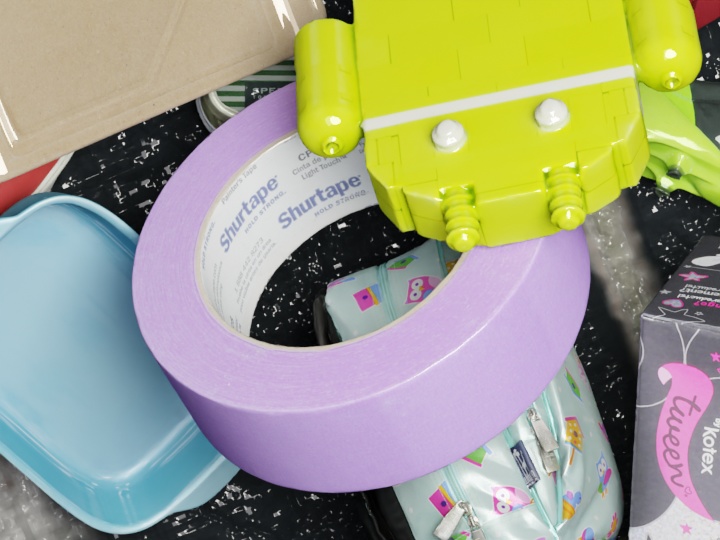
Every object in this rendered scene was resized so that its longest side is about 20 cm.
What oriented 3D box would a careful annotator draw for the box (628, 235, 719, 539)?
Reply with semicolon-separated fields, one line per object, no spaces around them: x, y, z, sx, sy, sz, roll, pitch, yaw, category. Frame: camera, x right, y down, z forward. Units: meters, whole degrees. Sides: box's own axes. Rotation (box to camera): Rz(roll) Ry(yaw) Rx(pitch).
0.197;0.102;1.320;0.132;0.115;0.201;9;112;19;box

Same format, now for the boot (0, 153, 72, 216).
-0.206;-0.033;1.306;0.200;0.144;0.072;-42;93;7;boot

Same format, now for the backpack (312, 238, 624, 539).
0.053;0.084;1.350;0.126;0.167;0.201;-20;76;1;backpack

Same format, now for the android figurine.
0.060;-0.087;1.254;0.181;0.041;0.201;-10;48;9;android figurine

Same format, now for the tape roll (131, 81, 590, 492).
0.000;0.000;1.282;0.199;0.066;0.201;-13;49;15;tape roll

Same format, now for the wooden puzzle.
-0.132;-0.156;1.306;0.199;0.037;0.186;-25;99;-23;wooden puzzle

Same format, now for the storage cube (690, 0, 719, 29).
0.179;-0.241;1.300;0.199;0.180;0.171;-31;79;-3;storage cube

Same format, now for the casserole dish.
-0.131;0.041;1.361;0.121;0.039;0.200;-45;123;0;casserole dish

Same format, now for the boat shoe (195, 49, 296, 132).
0.019;-0.083;1.382;0.199;0.062;0.072;-4;92;-1;boat shoe

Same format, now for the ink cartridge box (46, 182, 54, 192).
-0.164;-0.122;1.392;0.099;0.039;0.201;28;91;-1;ink cartridge box

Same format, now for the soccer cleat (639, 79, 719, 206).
0.208;-0.052;1.387;0.199;0.068;0.081;27;68;-6;soccer cleat
